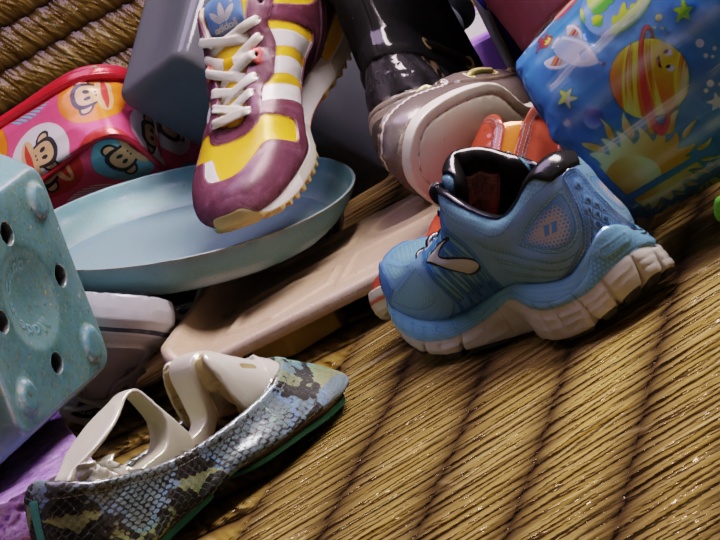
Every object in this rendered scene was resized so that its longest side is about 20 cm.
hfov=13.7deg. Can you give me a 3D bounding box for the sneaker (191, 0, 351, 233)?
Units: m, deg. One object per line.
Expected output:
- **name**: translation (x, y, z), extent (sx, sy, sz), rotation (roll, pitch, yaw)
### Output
- **sneaker**: translation (-0.065, -0.106, 1.670), extent (0.075, 0.090, 0.200), rotation (-18, 34, 26)

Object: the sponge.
- **sponge**: translation (-0.193, 0.122, 1.563), extent (0.111, 0.030, 0.200), rotation (-29, 8, -7)

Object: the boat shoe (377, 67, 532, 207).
- **boat shoe**: translation (0.060, -0.073, 1.583), extent (0.059, 0.072, 0.200), rotation (19, 16, 29)

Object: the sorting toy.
- **sorting toy**: translation (0.000, 0.000, 1.648), extent (0.200, 0.037, 0.185), rotation (-22, 11, 13)

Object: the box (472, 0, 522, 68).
- **box**: translation (0.177, -0.170, 1.799), extent (0.200, 0.105, 0.184), rotation (-29, 9, 3)

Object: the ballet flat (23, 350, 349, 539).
- **ballet flat**: translation (-0.079, 0.075, 1.361), extent (0.074, 0.074, 0.200), rotation (-20, 13, 43)

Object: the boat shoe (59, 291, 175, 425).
- **boat shoe**: translation (-0.148, 0.054, 1.678), extent (0.073, 0.067, 0.200), rotation (5, -9, -12)

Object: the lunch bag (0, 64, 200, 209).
- **lunch bag**: translation (-0.165, -0.038, 1.901), extent (0.176, 0.082, 0.200), rotation (-30, -34, 23)

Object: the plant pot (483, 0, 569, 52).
- **plant pot**: translation (0.116, -0.215, 1.627), extent (0.200, 0.179, 0.200), rotation (-21, -20, -8)

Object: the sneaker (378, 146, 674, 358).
- **sneaker**: translation (0.065, -0.019, 1.364), extent (0.078, 0.090, 0.200), rotation (-34, 10, -28)

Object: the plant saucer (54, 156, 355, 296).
- **plant saucer**: translation (-0.099, -0.023, 1.709), extent (0.200, 0.027, 0.200), rotation (-10, 16, 3)

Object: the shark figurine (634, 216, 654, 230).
- **shark figurine**: translation (0.186, -0.093, 1.471), extent (0.214, 0.090, 0.128), rotation (-37, 43, -1)

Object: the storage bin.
- **storage bin**: translation (-0.042, -0.136, 1.822), extent (0.145, 0.200, 0.135), rotation (-29, 38, 53)

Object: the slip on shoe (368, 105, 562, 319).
- **slip on shoe**: translation (0.075, -0.046, 1.508), extent (0.200, 0.061, 0.074), rotation (-42, -4, -17)

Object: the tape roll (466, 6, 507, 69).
- **tape roll**: translation (0.096, -0.139, 1.998), extent (0.200, 0.066, 0.200), rotation (-29, 9, 5)

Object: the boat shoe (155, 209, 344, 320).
- **boat shoe**: translation (-0.107, -0.006, 1.823), extent (0.200, 0.075, 0.062), rotation (-12, 20, 11)

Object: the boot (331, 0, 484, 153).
- **boot**: translation (0.037, -0.132, 1.730), extent (0.073, 0.151, 0.200), rotation (-25, -14, 21)

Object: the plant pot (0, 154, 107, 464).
- **plant pot**: translation (-0.252, 0.037, 1.558), extent (0.200, 0.196, 0.196), rotation (-13, 14, 24)

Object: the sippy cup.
- **sippy cup**: translation (0.148, -0.096, 1.357), extent (0.130, 0.140, 0.178), rotation (-38, 10, 15)
